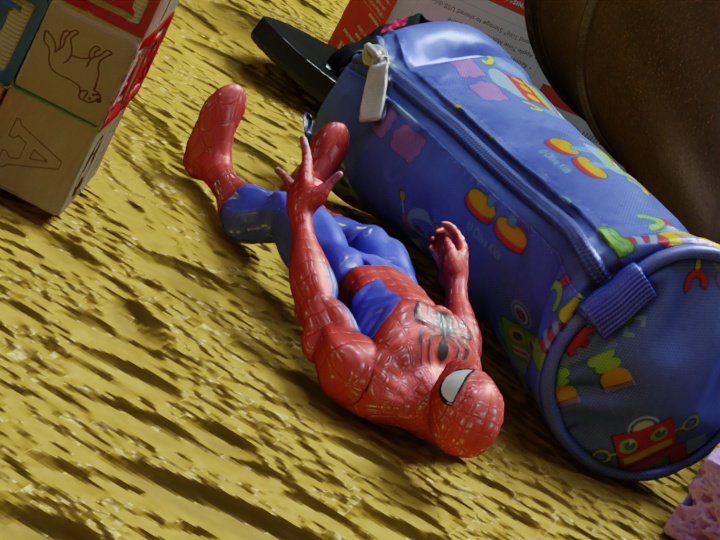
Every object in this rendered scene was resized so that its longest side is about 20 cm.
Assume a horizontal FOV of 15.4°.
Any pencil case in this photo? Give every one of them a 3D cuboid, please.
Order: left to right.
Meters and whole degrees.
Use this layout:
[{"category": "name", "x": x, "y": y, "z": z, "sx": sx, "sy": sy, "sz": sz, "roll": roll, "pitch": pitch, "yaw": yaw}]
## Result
[{"category": "pencil case", "x": 0.052, "y": -0.015, "z": 0.859, "sx": 0.087, "sy": 0.078, "sz": 0.200, "roll": 47, "pitch": 1, "yaw": -38}]

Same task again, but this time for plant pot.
[{"category": "plant pot", "x": 0.181, "y": -0.064, "z": 1.026, "sx": 0.200, "sy": 0.200, "sz": 0.199, "roll": 20, "pitch": 34, "yaw": -28}]

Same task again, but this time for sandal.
[{"category": "sandal", "x": 0.045, "y": -0.069, "z": 1.080, "sx": 0.199, "sy": 0.045, "sz": 0.075, "roll": 22, "pitch": 18, "yaw": -24}]

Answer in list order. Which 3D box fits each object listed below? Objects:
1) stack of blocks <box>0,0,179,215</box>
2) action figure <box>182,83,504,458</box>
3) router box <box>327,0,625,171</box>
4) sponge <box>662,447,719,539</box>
[{"category": "stack of blocks", "x": -0.146, "y": -0.115, "z": 0.764, "sx": 0.199, "sy": 0.116, "sz": 0.059, "roll": 27, "pitch": 15, "yaw": -2}, {"category": "action figure", "x": 0.000, "y": 0.000, "z": 0.788, "sx": 0.065, "sy": 0.052, "sz": 0.200, "roll": 24, "pitch": 18, "yaw": -30}, {"category": "router box", "x": 0.113, "y": -0.130, "z": 1.145, "sx": 0.199, "sy": 0.180, "sz": 0.049, "roll": 22, "pitch": 17, "yaw": -25}, {"category": "sponge", "x": 0.172, "y": 0.082, "z": 0.854, "sx": 0.111, "sy": 0.030, "sz": 0.200, "roll": 32, "pitch": 16, "yaw": 14}]
